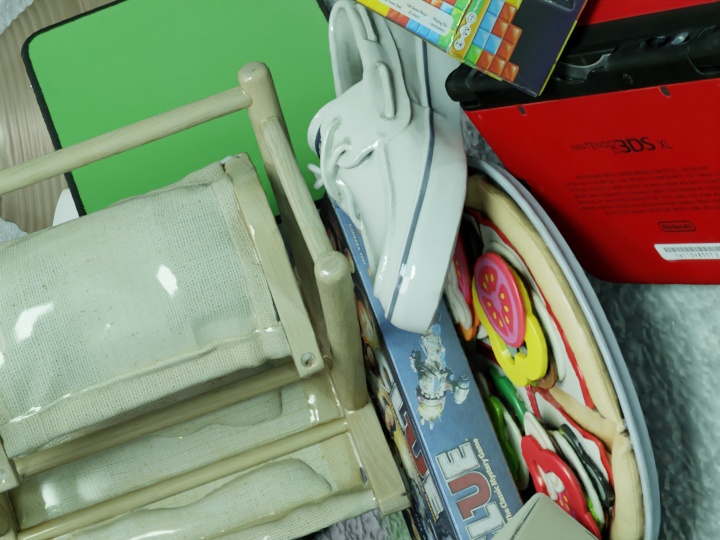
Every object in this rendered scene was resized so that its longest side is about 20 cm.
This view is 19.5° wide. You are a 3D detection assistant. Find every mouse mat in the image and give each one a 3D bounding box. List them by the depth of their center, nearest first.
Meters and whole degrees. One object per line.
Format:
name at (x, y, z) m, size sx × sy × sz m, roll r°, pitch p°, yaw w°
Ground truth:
mouse mat at (-0.080, -0.086, 1.067) m, size 0.008 × 0.160 × 0.201 m, roll 75°, pitch 172°, yaw -47°

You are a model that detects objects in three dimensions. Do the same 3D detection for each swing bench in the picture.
swing bench at (-0.100, 0.044, 0.947) m, size 0.201 × 0.198 × 0.130 m, roll 77°, pitch 172°, yaw -51°

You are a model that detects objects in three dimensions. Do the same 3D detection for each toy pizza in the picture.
toy pizza at (0.072, 0.046, 0.932) m, size 0.200 × 0.032 × 0.201 m, roll 157°, pitch 90°, yaw -78°

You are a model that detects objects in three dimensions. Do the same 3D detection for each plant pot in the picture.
plant pot at (-0.187, -0.088, 1.309) m, size 0.201 × 0.092 × 0.203 m, roll 171°, pitch 90°, yaw -78°

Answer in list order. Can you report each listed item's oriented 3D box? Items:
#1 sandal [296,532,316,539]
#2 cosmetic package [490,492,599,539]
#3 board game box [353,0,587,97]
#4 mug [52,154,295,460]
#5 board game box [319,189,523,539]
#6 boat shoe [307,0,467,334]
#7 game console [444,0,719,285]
sandal at (-0.084, 0.115, 1.299) m, size 0.200 × 0.045 × 0.076 m, roll 35°, pitch 131°, yaw 52°
cosmetic package at (0.048, 0.201, 0.906) m, size 0.103 × 0.073 × 0.200 m, roll 40°, pitch 123°, yaw 3°
board game box at (0.038, -0.183, 0.860) m, size 0.200 × 0.056 × 0.166 m, roll 38°, pitch 103°, yaw 51°
mug at (-0.104, 0.032, 1.120) m, size 0.200 × 0.147 × 0.177 m, roll -8°, pitch 99°, yaw 58°
board game box at (0.028, 0.064, 1.005) m, size 0.136 × 0.034 × 0.201 m, roll 110°, pitch 140°, yaw -75°
boat shoe at (0.008, -0.050, 0.920) m, size 0.201 × 0.065 × 0.074 m, roll -90°, pitch 12°, yaw -52°
game console at (0.134, -0.093, 0.833) m, size 0.173 × 0.119 × 0.200 m, roll 51°, pitch 159°, yaw -18°
